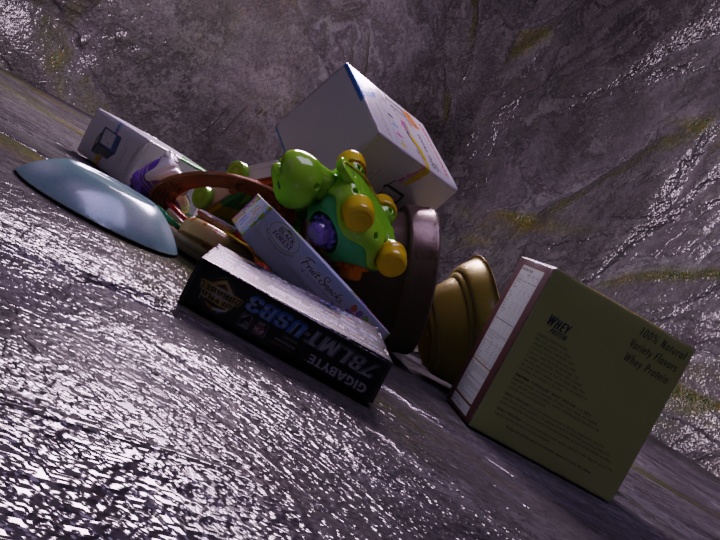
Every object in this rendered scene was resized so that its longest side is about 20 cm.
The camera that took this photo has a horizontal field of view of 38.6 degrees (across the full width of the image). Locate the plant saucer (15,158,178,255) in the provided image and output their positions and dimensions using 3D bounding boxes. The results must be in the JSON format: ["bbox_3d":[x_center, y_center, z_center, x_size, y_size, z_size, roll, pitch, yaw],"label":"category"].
[{"bbox_3d":[-0.285,-0.081,1.153,0.199,0.039,0.201,30,2,-1],"label":"plant saucer"}]

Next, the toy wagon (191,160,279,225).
[{"bbox_3d":[-0.169,-0.095,1.460,0.154,0.199,0.040,11,55,-56],"label":"toy wagon"}]

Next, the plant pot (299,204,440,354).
[{"bbox_3d":[0.000,0.000,1.376,0.172,0.203,0.200,11,6,-10],"label":"plant pot"}]

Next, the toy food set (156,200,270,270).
[{"bbox_3d":[-0.171,-0.030,1.302,0.199,0.049,0.197,27,4,-44],"label":"toy food set"}]

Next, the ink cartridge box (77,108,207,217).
[{"bbox_3d":[-0.357,-0.179,1.701,0.145,0.088,0.199,27,5,-44],"label":"ink cartridge box"}]

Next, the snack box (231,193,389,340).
[{"bbox_3d":[-0.061,0.006,1.189,0.200,0.053,0.142,47,-3,-15],"label":"snack box"}]

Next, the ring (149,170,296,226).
[{"bbox_3d":[-0.185,-0.077,1.381,0.197,0.019,0.201,3,-24,1],"label":"ring"}]

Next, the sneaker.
[{"bbox_3d":[-0.290,-0.120,1.449,0.200,0.082,0.082,127,-57,-79],"label":"sneaker"}]

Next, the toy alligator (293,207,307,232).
[{"bbox_3d":[-0.054,-0.070,1.483,0.060,0.054,0.199,57,22,17],"label":"toy alligator"}]

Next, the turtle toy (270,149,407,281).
[{"bbox_3d":[-0.026,-0.070,1.232,0.201,0.100,0.146,52,17,-31],"label":"turtle toy"}]

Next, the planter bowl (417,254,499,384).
[{"bbox_3d":[0.123,0.082,1.377,0.082,0.203,0.200,-2,9,-11],"label":"planter bowl"}]

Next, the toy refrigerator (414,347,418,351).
[{"bbox_3d":[0.033,0.058,1.666,0.199,0.071,0.076,30,10,23],"label":"toy refrigerator"}]

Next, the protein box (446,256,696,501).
[{"bbox_3d":[0.242,0.122,1.213,0.197,0.202,0.135,28,3,-9],"label":"protein box"}]

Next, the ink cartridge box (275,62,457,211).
[{"bbox_3d":[0.010,-0.156,1.446,0.199,0.144,0.148,29,30,-48],"label":"ink cartridge box"}]

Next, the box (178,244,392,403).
[{"bbox_3d":[-0.069,0.044,0.999,0.198,0.050,0.199,29,2,-6],"label":"box"}]
